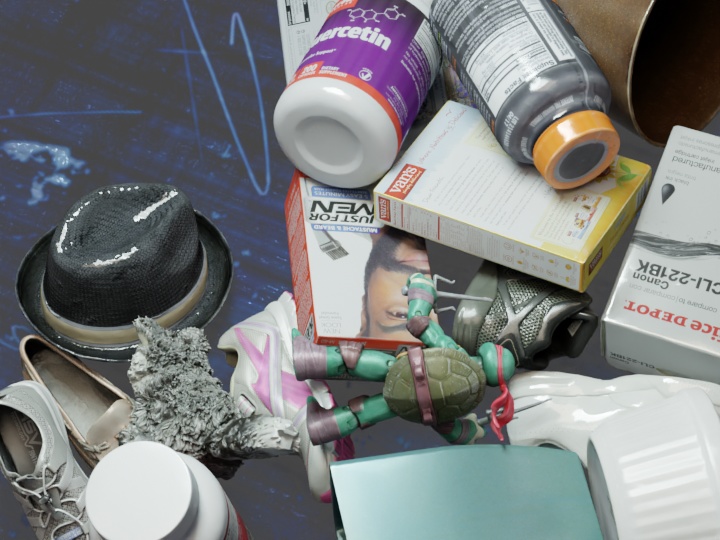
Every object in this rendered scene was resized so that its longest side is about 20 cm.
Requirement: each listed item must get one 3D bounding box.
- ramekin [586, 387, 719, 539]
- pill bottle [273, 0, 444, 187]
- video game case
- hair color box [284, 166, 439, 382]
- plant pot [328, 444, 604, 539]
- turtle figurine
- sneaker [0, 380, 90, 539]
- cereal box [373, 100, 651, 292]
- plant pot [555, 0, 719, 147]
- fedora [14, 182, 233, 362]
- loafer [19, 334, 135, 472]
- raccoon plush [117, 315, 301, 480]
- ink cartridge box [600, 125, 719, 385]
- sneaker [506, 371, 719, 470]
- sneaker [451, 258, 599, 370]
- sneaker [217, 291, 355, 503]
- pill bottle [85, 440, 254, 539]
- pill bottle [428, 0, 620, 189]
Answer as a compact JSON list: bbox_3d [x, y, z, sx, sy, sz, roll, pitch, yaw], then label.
[{"bbox_3d":[0.235,0.196,1.449,0.093,0.203,0.204,-11,62,1],"label":"ramekin"},{"bbox_3d":[0.006,-0.174,1.662,0.112,0.113,0.201,12,47,16],"label":"pill bottle"},{"bbox_3d":[0.019,-0.204,1.779,0.180,0.046,0.201,-11,63,6],"label":"video game case"},{"bbox_3d":[0.000,0.000,1.629,0.110,0.064,0.201,4,50,-14],"label":"hair color box"},{"bbox_3d":[0.087,0.221,1.508,0.198,0.142,0.142,-13,62,-6],"label":"plant pot"},{"bbox_3d":[0.050,0.080,1.508,0.198,0.101,0.151,-9,99,4],"label":"turtle figurine"},{"bbox_3d":[-0.267,0.188,1.595,0.074,0.082,0.201,-34,79,10],"label":"sneaker"},{"bbox_3d":[0.129,-0.066,1.608,0.199,0.040,0.144,20,47,23],"label":"cereal box"},{"bbox_3d":[0.223,-0.233,1.698,0.199,0.187,0.187,29,71,38],"label":"plant pot"},{"bbox_3d":[-0.208,-0.016,1.670,0.199,0.092,0.202,3,51,-3],"label":"fedora"},{"bbox_3d":[-0.229,0.128,1.648,0.200,0.063,0.072,38,75,24],"label":"loafer"},{"bbox_3d":[-0.117,0.098,1.569,0.199,0.097,0.135,-8,68,31],"label":"raccoon plush"},{"bbox_3d":[0.302,-0.004,1.606,0.143,0.084,0.201,17,68,17],"label":"ink cartridge box"},{"bbox_3d":[0.220,0.133,1.570,0.198,0.075,0.089,0,75,18],"label":"sneaker"},{"bbox_3d":[0.160,0.009,1.621,0.113,0.077,0.200,18,49,12],"label":"sneaker"},{"bbox_3d":[-0.065,0.119,1.620,0.088,0.082,0.201,-22,54,0],"label":"sneaker"},{"bbox_3d":[-0.152,0.213,1.514,0.111,0.200,0.113,-4,62,8],"label":"pill bottle"},{"bbox_3d":[0.143,-0.164,1.594,0.106,0.106,0.201,-26,59,-3],"label":"pill bottle"}]
